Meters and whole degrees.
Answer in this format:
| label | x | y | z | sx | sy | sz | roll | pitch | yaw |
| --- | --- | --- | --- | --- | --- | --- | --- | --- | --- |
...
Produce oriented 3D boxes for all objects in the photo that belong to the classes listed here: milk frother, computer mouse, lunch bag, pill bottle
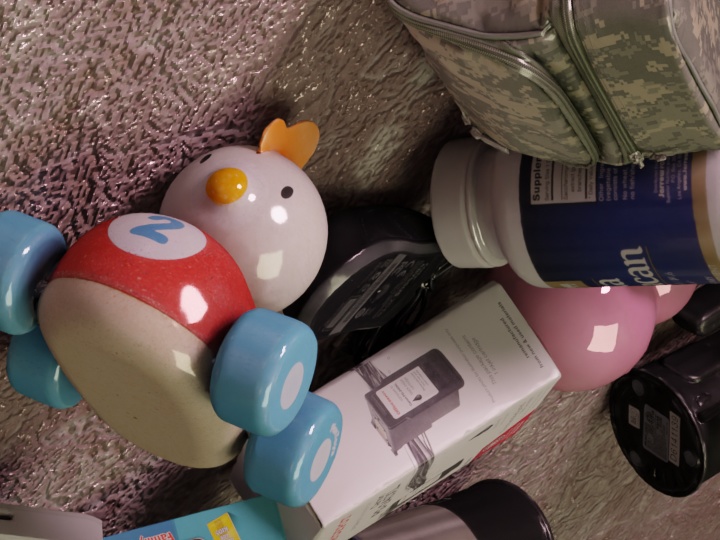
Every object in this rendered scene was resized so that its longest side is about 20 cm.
| label | x | y | z | sx | sy | sz | roll | pitch | yaw |
| --- | --- | --- | --- | --- | --- | --- | --- | --- | --- |
| milk frother | 0.349 | 0.111 | 1.793 | 0.187 | 0.200 | 0.181 | -25 | 146 | -29 |
| computer mouse | 0.000 | 0.000 | 1.344 | 0.139 | 0.053 | 0.200 | -47 | 163 | 15 |
| lunch bag | 0.112 | -0.142 | 1.172 | 0.166 | 0.140 | 0.200 | -4 | 160 | 19 |
| pill bottle | 0.148 | -0.045 | 1.296 | 0.199 | 0.112 | 0.111 | -2 | 176 | 29 |
| milk frother | 0.064 | 0.294 | 1.688 | 0.187 | 0.200 | 0.181 | -12 | 144 | -42 |

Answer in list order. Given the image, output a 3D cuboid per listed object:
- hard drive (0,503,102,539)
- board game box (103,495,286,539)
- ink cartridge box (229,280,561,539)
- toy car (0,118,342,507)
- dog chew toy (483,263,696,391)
| label | x | y | z | sx | sy | sz | roll | pitch | yaw |
| --- | --- | --- | --- | --- | --- | --- | --- | --- | --- |
| hard drive | -0.248 | 0.215 | 1.304 | 0.131 | 0.026 | 0.201 | 10 | 131 | -20 |
| board game box | -0.144 | 0.226 | 1.424 | 0.198 | 0.047 | 0.151 | -14 | 148 | -7 |
| ink cartridge box | 0.021 | 0.109 | 1.443 | 0.199 | 0.084 | 0.145 | -31 | 168 | -18 |
| toy car | -0.078 | -0.010 | 1.143 | 0.201 | 0.183 | 0.177 | -63 | 160 | -22 |
| dog chew toy | 0.181 | -0.005 | 1.495 | 0.200 | 0.124 | 0.125 | -38 | 155 | -23 |
